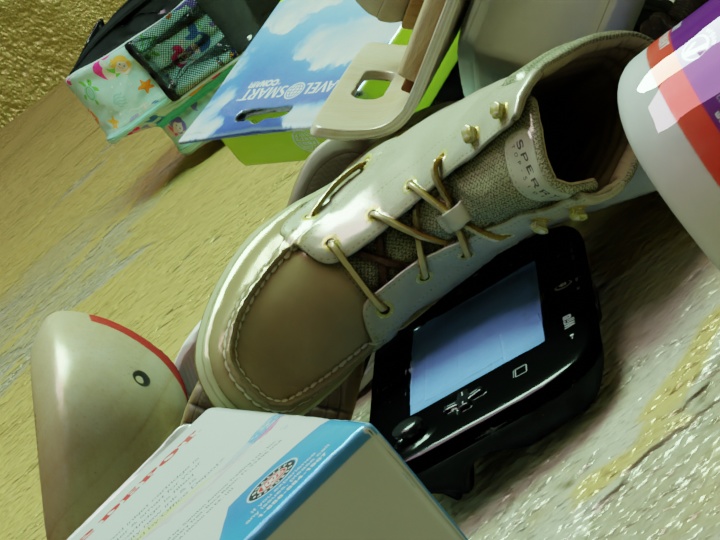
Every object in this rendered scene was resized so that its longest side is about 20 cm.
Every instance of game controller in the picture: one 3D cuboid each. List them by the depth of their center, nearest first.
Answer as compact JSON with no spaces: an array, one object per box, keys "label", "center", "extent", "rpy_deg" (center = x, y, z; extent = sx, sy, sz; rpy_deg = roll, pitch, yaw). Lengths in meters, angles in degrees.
[{"label":"game controller","center":[0.052,0.034,1.077],"extent":[0.104,0.042,0.200],"rpy_deg":[-38,13,12]}]

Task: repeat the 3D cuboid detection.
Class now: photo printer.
[{"label":"photo printer","center":[0.111,-0.168,1.209],"extent":[0.166,0.069,0.200],"rpy_deg":[69,-137,-80]}]

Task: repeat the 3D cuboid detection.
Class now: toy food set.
[{"label":"toy food set","center":[0.033,-0.164,1.144],"extent":[0.144,0.060,0.200],"rpy_deg":[-62,-7,-68]}]

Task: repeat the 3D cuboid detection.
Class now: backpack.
[{"label":"backpack","center":[-0.150,-0.189,2.247],"extent":[0.200,0.151,0.178],"rpy_deg":[-28,14,23]}]

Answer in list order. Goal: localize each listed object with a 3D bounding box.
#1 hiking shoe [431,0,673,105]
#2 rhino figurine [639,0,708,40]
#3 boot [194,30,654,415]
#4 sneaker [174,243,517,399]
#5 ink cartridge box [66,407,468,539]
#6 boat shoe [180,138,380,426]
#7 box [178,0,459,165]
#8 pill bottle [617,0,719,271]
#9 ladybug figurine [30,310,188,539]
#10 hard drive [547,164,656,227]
[{"label":"hiking shoe","center":[0.090,-0.082,1.337],"extent":[0.200,0.076,0.101],"rpy_deg":[-11,66,38]},{"label":"rhino figurine","center":[0.185,-0.181,1.122],"extent":[0.087,0.060,0.200],"rpy_deg":[-42,-22,-45]},{"label":"boot","center":[0.029,-0.019,1.066],"extent":[0.200,0.072,0.155],"rpy_deg":[-45,13,-32]},{"label":"sneaker","center":[0.001,0.000,1.285],"extent":[0.200,0.074,0.118],"rpy_deg":[-33,14,17]},{"label":"ink cartridge box","center":[-0.054,0.129,0.959],"extent":[0.145,0.085,0.200],"rpy_deg":[-44,13,-15]},{"label":"boat shoe","center":[-0.026,0.037,1.182],"extent":[0.200,0.073,0.065],"rpy_deg":[-64,-8,-4]},{"label":"box","center":[0.004,-0.126,1.340],"extent":[0.122,0.048,0.200],"rpy_deg":[-4,45,46]},{"label":"pill bottle","center":[0.192,-0.078,0.866],"extent":[0.200,0.112,0.112],"rpy_deg":[-37,12,16]},{"label":"ladybug figurine","center":[-0.118,0.087,1.240],"extent":[0.072,0.136,0.200],"rpy_deg":[-6,-8,-7]},{"label":"hard drive","center":[0.153,-0.070,1.118],"extent":[0.132,0.025,0.200],"rpy_deg":[-34,7,-28]}]
